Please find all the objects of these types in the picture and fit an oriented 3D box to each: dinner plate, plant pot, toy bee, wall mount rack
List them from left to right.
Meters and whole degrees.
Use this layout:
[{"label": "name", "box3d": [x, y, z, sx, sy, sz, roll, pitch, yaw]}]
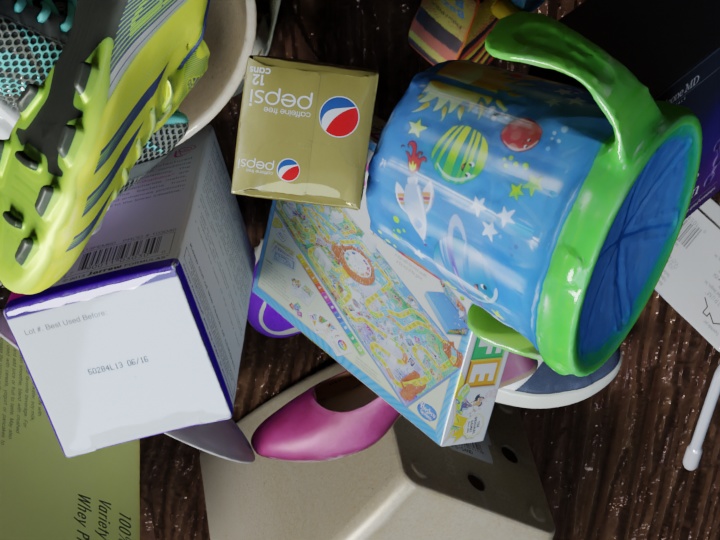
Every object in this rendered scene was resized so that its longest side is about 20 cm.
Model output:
[{"label": "dinner plate", "box3d": [-0.151, 0.067, 1.154, 0.200, 0.200, 0.024, 28, 91, -32]}, {"label": "plant pot", "box3d": [0.023, 0.173, 1.270, 0.199, 0.201, 0.177, 23, 124, -29]}, {"label": "toy bee", "box3d": [0.060, -0.172, 0.958, 0.131, 0.109, 0.201, 28, 136, 28]}, {"label": "wall mount rack", "box3d": [0.210, 0.020, 1.135, 0.174, 0.200, 0.074, -52, 146, 16]}]

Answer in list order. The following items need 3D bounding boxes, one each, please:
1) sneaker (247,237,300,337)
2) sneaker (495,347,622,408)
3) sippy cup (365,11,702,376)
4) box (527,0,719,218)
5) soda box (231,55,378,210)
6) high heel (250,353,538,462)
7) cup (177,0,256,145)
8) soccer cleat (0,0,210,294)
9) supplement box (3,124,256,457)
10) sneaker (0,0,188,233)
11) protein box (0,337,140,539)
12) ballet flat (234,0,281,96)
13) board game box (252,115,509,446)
[{"label": "sneaker", "box3d": [0.000, 0.000, 1.138, 0.200, 0.100, 0.069, -36, 128, 27]}, {"label": "sneaker", "box3d": [0.091, 0.039, 1.216, 0.199, 0.075, 0.085, 2, 131, -15]}, {"label": "sippy cup", "box3d": [0.078, -0.037, 0.862, 0.130, 0.139, 0.179, 26, 107, 21]}, {"label": "box", "box3d": [0.174, -0.102, 0.990, 0.200, 0.079, 0.142, -37, 148, -32]}, {"label": "soda box", "box3d": [-0.028, -0.075, 0.926, 0.064, 0.200, 0.068, 8, 96, -1]}, {"label": "high heel", "box3d": [0.013, 0.052, 1.147, 0.199, 0.067, 0.097, -23, 120, -4]}, {"label": "cup", "box3d": [-0.155, -0.170, 0.904, 0.199, 0.144, 0.201, -4, 138, -3]}, {"label": "soccer cleat", "box3d": [-0.103, -0.080, 0.789, 0.083, 0.065, 0.201, 20, 90, -44]}, {"label": "supplement box", "box3d": [-0.127, 0.006, 1.043, 0.101, 0.200, 0.104, -14, 117, 9]}, {"label": "sneaker", "box3d": [-0.152, -0.106, 0.830, 0.091, 0.078, 0.200, -33, 137, 4]}, {"label": "protein box", "box3d": [-0.265, 0.145, 1.188, 0.199, 0.199, 0.135, 27, 129, -32]}, {"label": "ballet flat", "box3d": [-0.073, -0.156, 0.989, 0.067, 0.064, 0.201, 4, 137, -12]}, {"label": "board game box", "box3d": [0.016, -0.006, 1.038, 0.034, 0.200, 0.135, -3, 117, -38]}]
